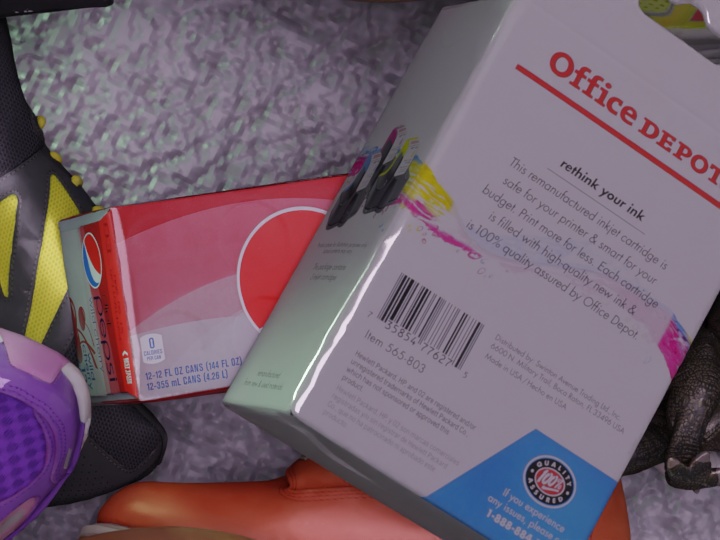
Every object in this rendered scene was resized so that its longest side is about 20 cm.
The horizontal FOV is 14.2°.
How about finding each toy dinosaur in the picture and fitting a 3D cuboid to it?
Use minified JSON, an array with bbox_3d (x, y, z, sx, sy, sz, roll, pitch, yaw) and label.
[{"bbox_3d":[0.137,0.031,1.005,0.077,0.102,0.200,34,99,-13],"label":"toy dinosaur"}]

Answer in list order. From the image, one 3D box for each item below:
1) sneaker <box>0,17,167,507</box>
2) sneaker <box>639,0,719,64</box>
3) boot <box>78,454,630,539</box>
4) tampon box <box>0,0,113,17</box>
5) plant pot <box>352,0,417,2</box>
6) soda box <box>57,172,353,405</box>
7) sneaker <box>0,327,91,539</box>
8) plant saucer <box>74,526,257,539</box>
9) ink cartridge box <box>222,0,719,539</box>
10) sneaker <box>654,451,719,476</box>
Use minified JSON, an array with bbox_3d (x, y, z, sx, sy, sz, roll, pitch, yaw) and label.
[{"bbox_3d":[-0.117,-0.010,1.042,0.085,0.074,0.200,-8,96,-10],"label":"sneaker"},{"bbox_3d":[0.147,-0.117,1.006,0.200,0.078,0.090,-5,112,32],"label":"sneaker"},{"bbox_3d":[0.000,0.082,1.045,0.200,0.075,0.107,5,70,-1],"label":"boot"},{"bbox_3d":[-0.159,-0.202,0.976,0.126,0.150,0.200,-7,64,-4],"label":"tampon box"},{"bbox_3d":[0.005,-0.180,1.035,0.201,0.093,0.201,1,73,-3],"label":"plant pot"},{"bbox_3d":[0.000,0.000,1.016,0.200,0.063,0.070,-9,89,-23],"label":"soda box"},{"bbox_3d":[-0.162,0.101,0.972,0.080,0.089,0.200,33,121,-22],"label":"sneaker"},{"bbox_3d":[-0.065,0.186,1.007,0.200,0.032,0.201,1,111,3],"label":"plant saucer"},{"bbox_3d":[0.057,-0.012,0.968,0.115,0.068,0.200,33,79,-19],"label":"ink cartridge box"},{"bbox_3d":[0.202,0.046,1.052,0.200,0.082,0.077,-17,53,17],"label":"sneaker"}]
